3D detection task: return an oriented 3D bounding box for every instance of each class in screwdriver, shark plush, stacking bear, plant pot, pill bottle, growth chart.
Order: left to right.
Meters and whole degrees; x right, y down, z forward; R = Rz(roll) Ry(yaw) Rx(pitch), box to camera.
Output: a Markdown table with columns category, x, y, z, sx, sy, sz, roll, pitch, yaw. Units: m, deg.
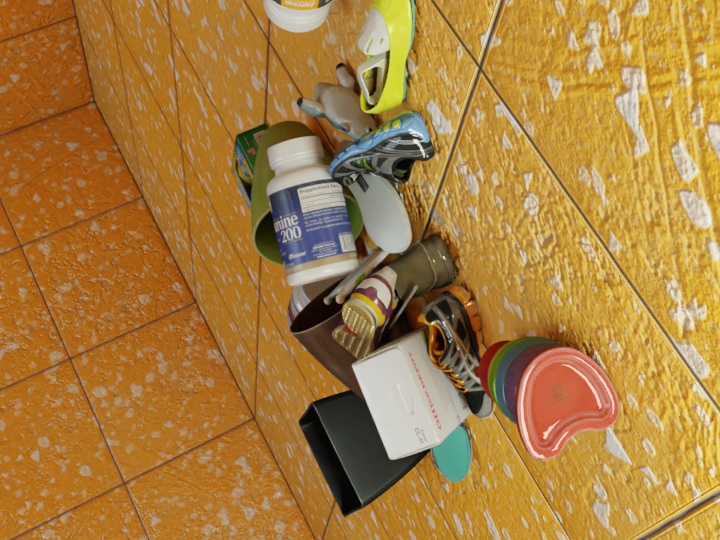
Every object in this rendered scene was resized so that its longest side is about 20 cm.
| category | x | y | z | sx | sy | sz | roll | pitch | yaw |
| --- | --- | --- | --- | --- | --- | --- | --- | --- | --- |
| plant pot | -0.106 | -0.144 | 1.608 | 0.188 | 0.184 | 0.202 | 93 | 163 | -55 |
| pill bottle | -0.074 | -0.406 | 1.250 | 0.117 | 0.115 | 0.200 | 60 | 161 | 17 |
| pill bottle | -0.075 | -0.087 | 1.419 | 0.111 | 0.109 | 0.203 | 158 | 99 | -72 |
| pill bottle | -0.077 | 0.060 | 1.840 | 0.115 | 0.113 | 0.200 | 61 | 161 | 15 |
| growth chart | 0.000 | 0.000 | 1.494 | 0.018 | 0.145 | 0.200 | 46 | 170 | -4 |
| shark plush | 0.001 | -0.218 | 1.414 | 0.199 | 0.091 | 0.083 | 35 | 171 | 21 |
| plant pot | 0.015 | 0.124 | 1.602 | 0.201 | 0.186 | 0.187 | 55 | 164 | -13 |
| plant pot | 0.017 | 0.313 | 1.786 | 0.202 | 0.176 | 0.200 | 63 | 162 | 12 |
| screwdriver | 0.048 | 0.080 | 1.435 | 0.200 | 0.027 | 0.029 | 125 | 140 | -55 |
| stacking bear | 0.200 | 0.133 | 1.160 | 0.115 | 0.120 | 0.200 | 66 | 170 | -8 |

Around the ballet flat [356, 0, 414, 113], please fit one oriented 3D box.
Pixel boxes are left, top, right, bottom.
| category | x | y | z | sx | sy | sz | roll | pitch | yaw |
| --- | --- | --- | --- | --- | --- | --- | --- | --- | --- |
| ballet flat | 0.026 | -0.271 | 1.209 | 0.067 | 0.066 | 0.201 | 56 | 159 | 30 |

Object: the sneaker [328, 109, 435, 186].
| category | x | y | z | sx | sy | sz | roll | pitch | yaw |
| --- | --- | --- | --- | --- | --- | --- | --- | --- | --- |
| sneaker | 0.026 | -0.147 | 1.311 | 0.199 | 0.071 | 0.083 | -20 | 106 | 52 |

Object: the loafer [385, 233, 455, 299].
| category | x | y | z | sx | sy | sz | roll | pitch | yaw |
| --- | --- | --- | --- | --- | --- | --- | --- | --- | --- |
| loafer | 0.079 | 0.006 | 1.402 | 0.077 | 0.067 | 0.200 | 63 | 162 | 9 |

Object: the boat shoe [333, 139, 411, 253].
| category | x | y | z | sx | sy | sz | roll | pitch | yaw |
| --- | --- | --- | --- | --- | --- | --- | --- | --- | --- |
| boat shoe | 0.031 | -0.110 | 1.407 | 0.071 | 0.063 | 0.202 | -46 | 57 | 33 |

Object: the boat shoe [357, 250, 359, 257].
| category | x | y | z | sx | sy | sz | roll | pitch | yaw |
| --- | --- | --- | --- | --- | --- | --- | --- | --- | --- |
| boat shoe | -0.054 | -0.070 | 1.721 | 0.200 | 0.062 | 0.074 | 50 | 130 | 36 |

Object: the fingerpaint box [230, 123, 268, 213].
| category | x | y | z | sx | sy | sz | roll | pitch | yaw |
| --- | --- | --- | --- | --- | --- | --- | --- | --- | --- |
| fingerpaint box | -0.185 | -0.161 | 1.940 | 0.202 | 0.073 | 0.167 | 63 | 162 | 12 |

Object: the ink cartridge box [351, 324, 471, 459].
| category | x | y | z | sx | sy | sz | roll | pitch | yaw |
| --- | --- | --- | --- | --- | --- | --- | --- | --- | --- |
| ink cartridge box | 0.082 | 0.166 | 1.398 | 0.199 | 0.085 | 0.149 | -16 | -98 | -65 |

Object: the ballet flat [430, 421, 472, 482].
| category | x | y | z | sx | sy | sz | roll | pitch | yaw |
| --- | --- | --- | --- | --- | --- | --- | --- | --- | --- |
| ballet flat | 0.135 | 0.238 | 1.560 | 0.072 | 0.071 | 0.203 | 24 | 134 | 64 |

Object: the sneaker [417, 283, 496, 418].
| category | x | y | z | sx | sy | sz | roll | pitch | yaw |
| --- | --- | --- | --- | --- | --- | --- | --- | --- | --- |
| sneaker | 0.136 | 0.122 | 1.368 | 0.078 | 0.077 | 0.202 | 16 | 129 | 65 |

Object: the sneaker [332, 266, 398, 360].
| category | x | y | z | sx | sy | sz | roll | pitch | yaw |
| --- | --- | --- | --- | --- | --- | --- | --- | --- | --- |
| sneaker | 0.016 | 0.065 | 1.417 | 0.075 | 0.090 | 0.200 | 38 | 158 | 6 |
